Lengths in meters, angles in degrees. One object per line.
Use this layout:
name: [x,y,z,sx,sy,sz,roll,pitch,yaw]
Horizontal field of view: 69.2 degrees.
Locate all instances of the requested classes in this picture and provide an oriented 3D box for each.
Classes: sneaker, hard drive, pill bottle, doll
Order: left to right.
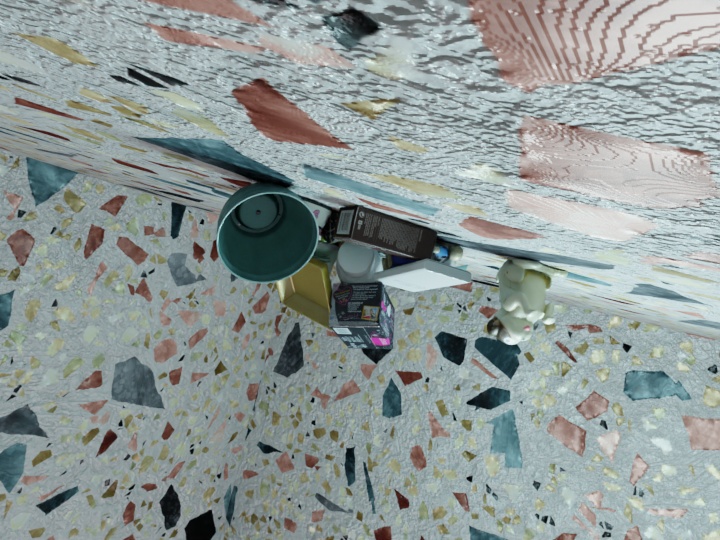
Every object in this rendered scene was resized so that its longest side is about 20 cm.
sneaker: [-0.105,-0.014,1.364,0.073,0.119,0.200,19,174,10]
sneaker: [-0.029,-0.098,1.257,0.079,0.078,0.199,4,-174,-34]
pill bottle: [0.000,0.000,1.344,0.118,0.121,0.200,14,160,13]
hard drive: [0.136,0.015,1.191,0.131,0.027,0.199,15,165,-28]
doll: [0.156,-0.030,1.264,0.198,0.049,0.137,-7,159,-11]

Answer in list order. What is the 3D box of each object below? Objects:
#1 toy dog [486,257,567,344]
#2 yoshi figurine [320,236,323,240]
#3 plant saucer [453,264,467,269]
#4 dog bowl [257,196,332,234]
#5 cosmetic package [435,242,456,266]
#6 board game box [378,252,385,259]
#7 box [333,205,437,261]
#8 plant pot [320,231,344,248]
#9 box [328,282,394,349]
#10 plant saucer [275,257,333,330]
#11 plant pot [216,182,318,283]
toy dog: [0.375,0.078,1.258,0.139,0.202,0.193,15,179,-38]
yoshi figurine: [-0.031,-0.071,1.669,0.198,0.114,0.112,11,-179,-30]
plant saucer: [0.186,0.015,1.375,0.198,0.028,0.200,-10,179,0]
dog bowl: [-0.169,-0.133,1.224,0.198,0.075,0.200,15,179,0]
cosmetic package: [0.177,-0.052,1.443,0.149,0.052,0.200,18,-179,22]
board game box: [0.022,-0.078,1.357,0.126,0.035,0.199,43,163,-33]
box: [0.052,-0.076,1.114,0.198,0.076,0.100,13,179,-25]
plant pot: [-0.071,-0.087,1.510,0.199,0.028,0.200,38,-175,-4]
box: [0.008,0.116,1.314,0.131,0.116,0.200,0,156,14]
plant saucer: [-0.137,0.030,1.310,0.199,0.202,0.048,24,-133,35]
plant pot: [-0.197,-0.095,1.055,0.199,0.201,0.135,15,-153,-31]
